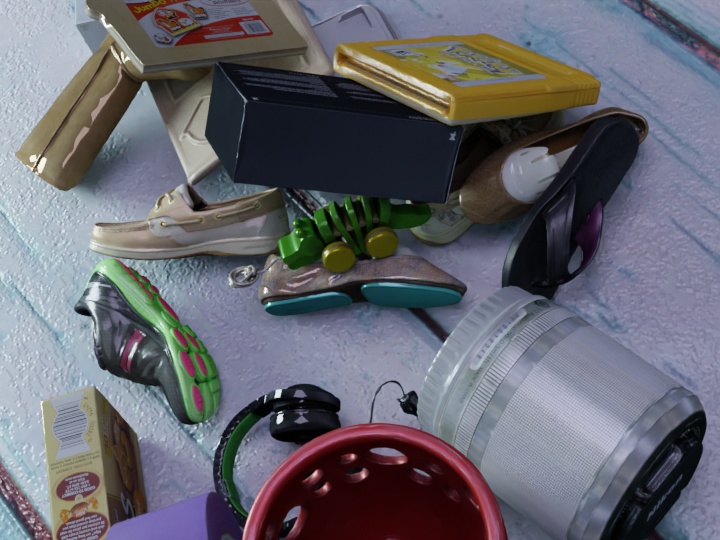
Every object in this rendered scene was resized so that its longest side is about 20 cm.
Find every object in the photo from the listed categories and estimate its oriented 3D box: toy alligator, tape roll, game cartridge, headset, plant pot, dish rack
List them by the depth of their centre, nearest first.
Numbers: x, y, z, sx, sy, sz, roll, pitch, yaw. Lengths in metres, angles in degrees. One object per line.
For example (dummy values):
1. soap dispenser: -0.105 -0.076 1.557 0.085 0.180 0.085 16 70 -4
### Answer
1. plant pot: 0.023 0.243 1.024 0.199 0.183 0.201 -6 60 10
2. tape roll: -0.125 0.281 1.026 0.085 0.200 0.201 -19 59 2
3. headset: -0.033 0.158 1.162 0.199 0.094 0.124 -29 63 13
4. toy alligator: -0.034 -0.034 1.197 0.199 0.054 0.059 -18 48 3
5. game cartridge: 0.103 -0.187 1.243 0.199 0.033 0.176 -14 32 -36
6. dish rack: -0.038 -0.191 1.358 0.199 0.044 0.172 -25 60 -1

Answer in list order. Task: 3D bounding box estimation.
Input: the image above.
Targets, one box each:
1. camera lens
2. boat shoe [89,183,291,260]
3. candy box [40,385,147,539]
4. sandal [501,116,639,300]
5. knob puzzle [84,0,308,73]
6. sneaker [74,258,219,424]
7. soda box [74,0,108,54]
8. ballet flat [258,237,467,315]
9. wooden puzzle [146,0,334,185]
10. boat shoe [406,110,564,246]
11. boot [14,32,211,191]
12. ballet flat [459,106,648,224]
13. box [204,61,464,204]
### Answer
1. camera lens: 0.166 0.125 1.071 0.200 0.160 0.160 36 74 26
2. boat shoe: -0.166 -0.051 1.279 0.199 0.074 0.070 -3 103 2
3. candy box: -0.222 0.215 1.131 0.055 0.116 0.201 -15 59 4
4. sandal: 0.190 -0.043 1.175 0.048 0.075 0.201 36 99 50
5. knob puzzle: -0.175 -0.254 1.270 0.218 0.031 0.220 11 42 -9
6. sneaker: -0.201 0.077 1.238 0.084 0.077 0.200 -46 59 7
7. soda box: -0.208 -0.294 1.439 0.199 0.064 0.068 -10 60 7
8. ballet flat: 0.000 0.000 1.227 0.199 0.068 0.068 -3 69 9
9. wooden puzzle: -0.123 -0.201 1.334 0.185 0.046 0.201 -36 53 15
10. boat shoe: 0.122 -0.107 1.264 0.073 0.063 0.200 36 74 26
11. boot: -0.250 -0.163 1.335 0.200 0.066 0.175 -54 39 0
12. ballet flat: 0.186 -0.102 1.220 0.199 0.072 0.068 -23 94 -17
13. box: -0.028 -0.125 1.185 0.199 0.079 0.141 5 18 -19
